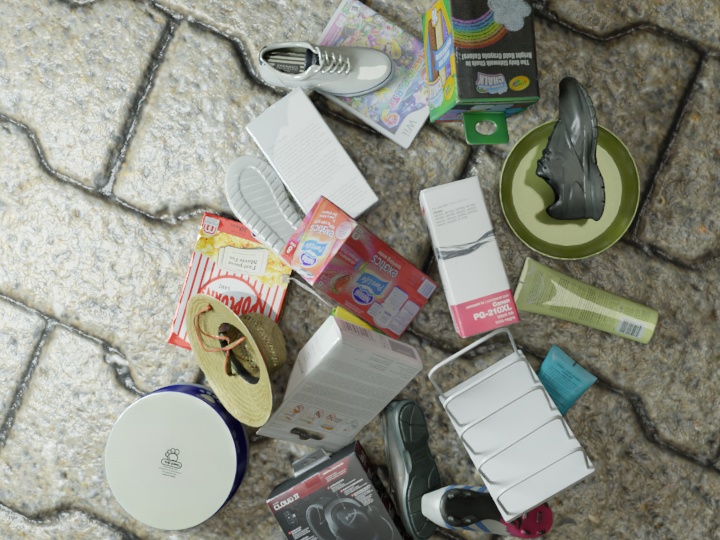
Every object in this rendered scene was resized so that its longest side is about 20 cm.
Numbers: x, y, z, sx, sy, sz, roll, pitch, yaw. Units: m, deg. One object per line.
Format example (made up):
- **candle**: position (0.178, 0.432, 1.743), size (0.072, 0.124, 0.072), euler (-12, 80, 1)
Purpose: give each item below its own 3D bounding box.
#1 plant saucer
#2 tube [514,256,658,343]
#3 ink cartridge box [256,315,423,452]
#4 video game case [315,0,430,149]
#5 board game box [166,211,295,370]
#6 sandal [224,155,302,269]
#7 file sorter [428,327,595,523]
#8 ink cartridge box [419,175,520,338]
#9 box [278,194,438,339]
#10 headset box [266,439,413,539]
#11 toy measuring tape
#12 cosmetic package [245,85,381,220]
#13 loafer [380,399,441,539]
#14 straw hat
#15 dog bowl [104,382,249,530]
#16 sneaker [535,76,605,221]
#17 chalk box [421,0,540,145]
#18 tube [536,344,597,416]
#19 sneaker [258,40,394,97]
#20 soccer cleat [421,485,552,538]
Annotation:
- **plant saucer**: position (0.298, -0.116, 1.182), size (0.197, 0.031, 0.203), euler (0, 89, 4)
- **tube**: position (0.320, 0.047, 1.174), size (0.198, 0.052, 0.058), euler (18, 50, 8)
- **ink cartridge box**: position (-0.033, 0.165, 1.148), size (0.200, 0.160, 0.050), euler (-48, 42, 24)
- **video game case**: position (0.025, -0.293, 1.211), size (0.199, 0.018, 0.144), euler (33, 92, 4)
- **board game box**: position (-0.182, 0.032, 1.211), size (0.150, 0.046, 0.202), euler (16, 91, 5)
- **sandal**: position (-0.128, -0.074, 1.172), size (0.082, 0.050, 0.203), euler (-32, 73, -12)
- **file sorter**: position (0.197, 0.203, 1.099), size (0.138, 0.125, 0.201), euler (-30, 58, 3)
- **ink cartridge box**: position (0.147, -0.018, 1.135), size (0.083, 0.145, 0.202), euler (-16, 89, 3)
- **box**: position (0.000, 0.000, 1.117), size (0.103, 0.200, 0.095), euler (-54, 45, 3)
- **headset box**: position (-0.030, 0.354, 1.178), size (0.148, 0.077, 0.201), euler (-30, 89, 4)
- **toy measuring tape**: position (-0.043, 0.083, 1.179), size (0.199, 0.074, 0.074), euler (33, 92, -8)
- **cosmetic package**: position (-0.066, -0.152, 1.190), size (0.101, 0.071, 0.201), euler (-35, 87, 5)
- **loafer**: position (0.069, 0.285, 1.191), size (0.071, 0.063, 0.202), euler (-8, 91, -36)
- **straw hat**: position (-0.152, 0.106, 1.136), size (0.085, 0.201, 0.203), euler (-25, 87, -37)
- **dog bowl**: position (-0.266, 0.269, 1.200), size (0.198, 0.079, 0.203), euler (0, 90, 4)
- **sneaker**: position (0.284, -0.165, 1.134), size (0.090, 0.076, 0.202), euler (-6, 87, 10)
- **chalk box**: position (0.165, -0.272, 1.136), size (0.123, 0.124, 0.203), euler (-3, 90, -12)
- **tube**: position (0.249, 0.209, 1.178), size (0.077, 0.050, 0.201), euler (38, 88, 6)
- **sneaker**: position (-0.050, -0.288, 1.172), size (0.198, 0.071, 0.074), euler (0, 90, 5)
- **soccer cleat**: position (0.178, 0.337, 1.168), size (0.198, 0.086, 0.071), euler (14, 72, -24)
